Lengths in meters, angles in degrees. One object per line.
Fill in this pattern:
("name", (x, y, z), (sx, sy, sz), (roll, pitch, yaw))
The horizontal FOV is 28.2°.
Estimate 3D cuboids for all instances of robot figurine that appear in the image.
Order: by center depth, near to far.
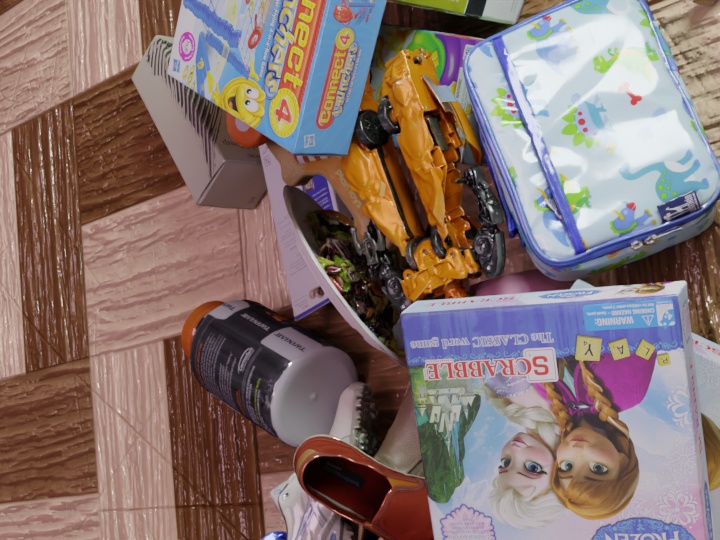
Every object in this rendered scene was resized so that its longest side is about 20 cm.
("robot figurine", (0.049, -0.065, 1.134), (0.145, 0.058, 0.201), (-25, 84, 42))

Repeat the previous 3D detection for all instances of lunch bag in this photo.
("lunch bag", (0.172, -0.101, 1.087), (0.160, 0.082, 0.201), (-19, 75, 6))

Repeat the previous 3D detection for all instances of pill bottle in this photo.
("pill bottle", (-0.100, 0.093, 1.429), (0.200, 0.106, 0.107), (26, 108, 48))

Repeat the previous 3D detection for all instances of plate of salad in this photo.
("plate of salad", (0.000, 0.000, 1.272), (0.048, 0.200, 0.200), (-35, 59, 10))

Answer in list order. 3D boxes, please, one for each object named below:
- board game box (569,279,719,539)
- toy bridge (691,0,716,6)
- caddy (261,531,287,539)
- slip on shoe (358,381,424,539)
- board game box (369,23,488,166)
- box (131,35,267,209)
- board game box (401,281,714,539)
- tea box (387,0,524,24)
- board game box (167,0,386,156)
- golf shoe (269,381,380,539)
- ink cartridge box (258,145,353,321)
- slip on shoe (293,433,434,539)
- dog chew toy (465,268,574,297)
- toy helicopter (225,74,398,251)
("board game box", (0.208, 0.138, 1.052), (0.199, 0.041, 0.201), (25, 111, 13))
("toy bridge", (0.273, -0.228, 1.076), (0.067, 0.027, 0.200), (-49, 54, 35))
("caddy", (-0.085, 0.351, 1.375), (0.105, 0.141, 0.200), (96, 152, -56))
("slip on shoe", (0.044, 0.169, 1.297), (0.076, 0.060, 0.201), (33, 113, 45))
("board game box", (0.064, -0.156, 1.254), (0.200, 0.105, 0.103), (19, 103, 47))
("box", (-0.168, -0.160, 1.541), (0.068, 0.082, 0.200), (-53, 53, 32))
("board game box", (0.140, 0.115, 1.017), (0.199, 0.041, 0.200), (-5, 101, 22))
("tea box", (0.024, -0.311, 1.237), (0.200, 0.196, 0.134), (33, 113, 45))
("board game box", (-0.065, -0.218, 1.150), (0.196, 0.056, 0.201), (34, 117, 44))
("golf shoe", (-0.039, 0.198, 1.341), (0.097, 0.078, 0.201), (8, 80, 17))
("ink cartridge box", (-0.044, -0.058, 1.425), (0.099, 0.039, 0.201), (-29, 66, 44))
("slip on shoe", (0.030, 0.206, 1.245), (0.200, 0.061, 0.074), (27, 100, 3))
("dog chew toy", (0.141, 0.102, 1.151), (0.124, 0.124, 0.201), (-17, 84, 47))
("toy helicopter", (-0.017, -0.106, 1.231), (0.132, 0.079, 0.200), (-44, 72, 33))
